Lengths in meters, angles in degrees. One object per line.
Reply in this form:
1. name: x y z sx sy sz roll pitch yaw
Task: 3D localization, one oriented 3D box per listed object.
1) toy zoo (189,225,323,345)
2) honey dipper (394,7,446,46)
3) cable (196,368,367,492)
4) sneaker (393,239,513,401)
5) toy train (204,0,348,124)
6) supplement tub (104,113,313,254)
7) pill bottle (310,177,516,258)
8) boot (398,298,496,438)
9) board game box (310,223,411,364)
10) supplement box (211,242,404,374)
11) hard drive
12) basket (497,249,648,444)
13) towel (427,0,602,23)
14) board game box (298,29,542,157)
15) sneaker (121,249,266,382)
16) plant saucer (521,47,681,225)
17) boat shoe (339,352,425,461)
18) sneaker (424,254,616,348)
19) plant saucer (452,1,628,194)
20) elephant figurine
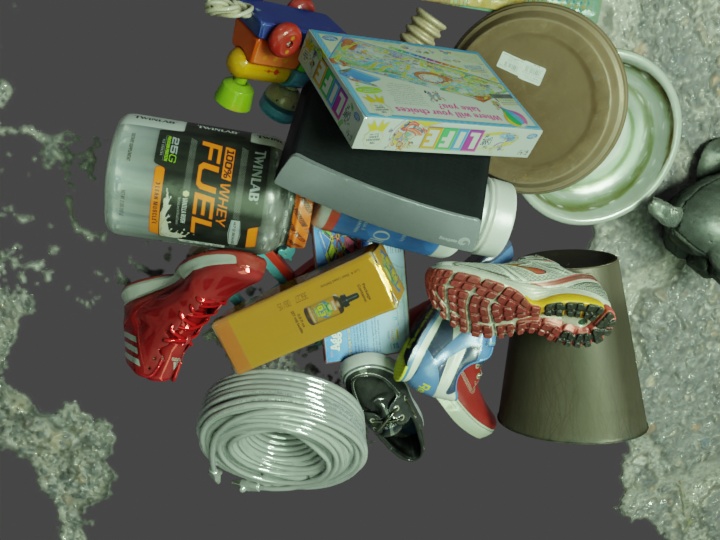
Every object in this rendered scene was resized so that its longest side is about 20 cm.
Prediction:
1. toy zoo: -0.082 0.012 1.024 0.131 0.020 0.200 -37 116 6
2. honey dipper: 0.021 -0.182 0.950 0.038 0.038 0.200 27 107 -21
3. cable: -0.088 0.186 1.027 0.199 0.069 0.200 2 141 7
4. sneaker: 0.119 0.055 1.000 0.082 0.074 0.200 34 88 -4
5. toy train: -0.109 -0.202 0.852 0.200 0.085 0.116 -5 135 -48
6. supplement tub: -0.148 -0.083 0.901 0.199 0.123 0.123 7 112 -8
7. pill bottle: 0.055 -0.076 0.929 0.199 0.112 0.113 12 111 -12
8. boot: 0.142 0.102 1.086 0.144 0.072 0.200 -37 112 4
9. board game box: 0.000 0.000 1.002 0.102 0.019 0.201 -7 102 -12
10. supplement box: -0.055 0.040 0.960 0.199 0.069 0.067 -23 98 17
11. hard drive: 0.029 -0.105 0.844 0.199 0.135 0.042 19 148 -9
12. basket: 0.245 0.083 1.052 0.180 0.136 0.201 2 103 29
13. towel: 0.165 -0.338 0.920 0.199 0.022 0.147 4 112 -12
14. board game box: 0.056 -0.164 0.836 0.199 0.135 0.034 -1 135 -32
15. sneaker: -0.173 0.055 0.932 0.199 0.116 0.078 -20 154 38
16. plant saucer: 0.256 -0.152 1.003 0.199 0.050 0.201 -3 114 -7
17. boat shoe: 0.032 0.169 1.056 0.070 0.066 0.200 -19 140 6
18. sneaker: 0.164 0.025 0.944 0.199 0.082 0.078 12 129 -6
19. plant saucer: 0.176 -0.177 0.935 0.199 0.029 0.201 6 107 20
20. elephant figurine: 0.450 -0.091 1.046 0.141 0.155 0.200 39 91 19
